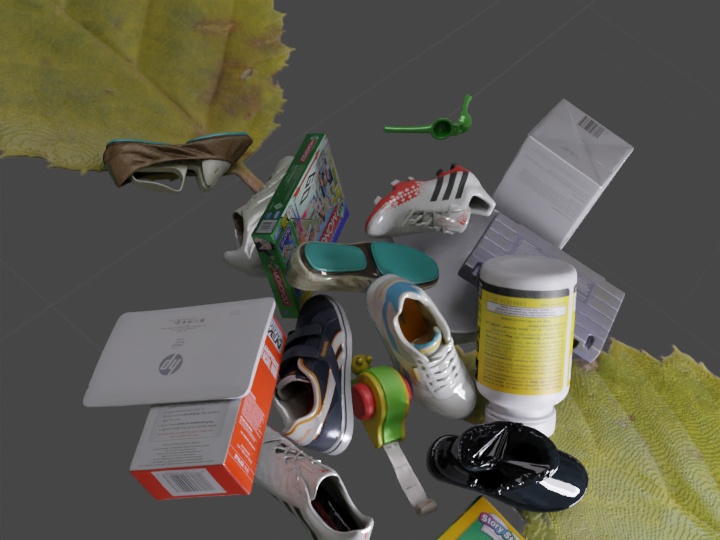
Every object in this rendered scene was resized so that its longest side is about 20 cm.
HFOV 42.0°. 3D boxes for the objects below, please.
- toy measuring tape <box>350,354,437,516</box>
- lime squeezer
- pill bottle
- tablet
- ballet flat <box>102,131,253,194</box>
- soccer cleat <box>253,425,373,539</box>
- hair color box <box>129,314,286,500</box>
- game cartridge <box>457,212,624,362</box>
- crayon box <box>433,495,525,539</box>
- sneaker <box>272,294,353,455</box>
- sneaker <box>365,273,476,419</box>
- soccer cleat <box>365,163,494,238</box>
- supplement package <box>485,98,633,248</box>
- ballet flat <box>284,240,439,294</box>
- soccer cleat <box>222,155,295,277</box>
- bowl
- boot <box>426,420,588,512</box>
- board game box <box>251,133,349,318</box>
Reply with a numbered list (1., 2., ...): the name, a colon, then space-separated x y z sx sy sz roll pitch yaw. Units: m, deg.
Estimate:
1. toy measuring tape: 0.040 0.174 1.060 0.073 0.074 0.201 -11 57 -30
2. lime squeezer: 0.129 -0.235 1.459 0.199 0.038 0.071 -27 66 -36
3. pill bottle: 0.192 0.090 1.101 0.111 0.202 0.112 1 12 0
4. tablet: -0.192 0.086 0.995 0.199 0.014 0.131 -7 45 21
5. ballet flat: -0.231 -0.135 1.214 0.199 0.068 0.073 -7 75 -27
6. soccer cleat: -0.064 0.216 0.971 0.200 0.085 0.068 45 50 16
7. hair color box: -0.154 0.135 0.983 0.110 0.064 0.201 -8 46 20
8. game cartridge: 0.233 0.018 1.199 0.199 0.038 0.130 34 42 6
9. crayon box: 0.150 0.349 0.969 0.200 0.058 0.118 45 49 17
10. sneaker: -0.057 0.105 1.061 0.079 0.078 0.201 22 44 -35
11. sneaker: 0.077 0.098 1.083 0.076 0.081 0.201 -38 110 -11
12. soccer cleat: 0.090 -0.076 1.183 0.199 0.069 0.085 -24 60 -41
13. supplement package: 0.261 -0.109 1.298 0.121 0.200 0.120 37 48 10
14. ballet flat: 0.000 0.000 1.117 0.199 0.062 0.068 8 54 -30
15. soccer cleat: -0.123 -0.079 1.206 0.077 0.069 0.201 15 51 -6
16. bowl: 0.134 0.012 1.231 0.199 0.075 0.201 -9 56 -27
17. boot: 0.180 0.215 1.011 0.199 0.168 0.077 14 75 -8
18. board game box: -0.070 -0.058 1.167 0.029 0.135 0.201 1 43 21
